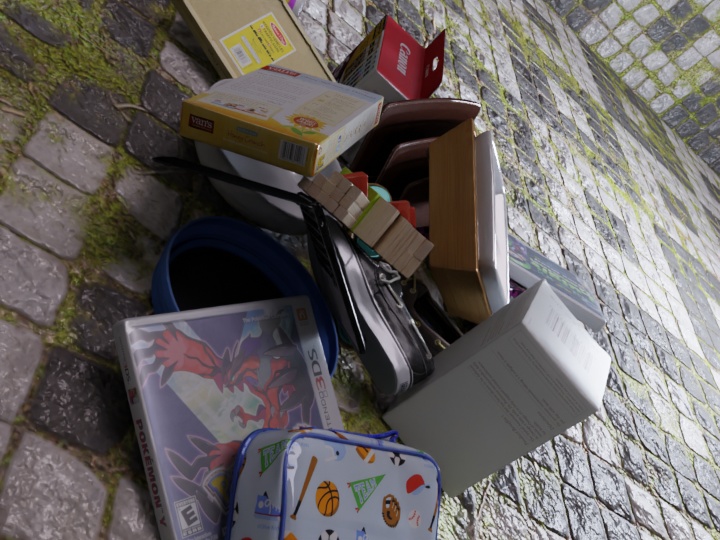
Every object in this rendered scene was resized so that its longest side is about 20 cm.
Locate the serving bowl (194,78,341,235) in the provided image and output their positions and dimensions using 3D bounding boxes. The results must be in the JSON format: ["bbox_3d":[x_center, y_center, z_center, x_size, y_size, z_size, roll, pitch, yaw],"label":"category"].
[{"bbox_3d":[-0.108,-0.116,0.932,0.200,0.066,0.201,33,35,-27],"label":"serving bowl"}]

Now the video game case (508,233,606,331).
[{"bbox_3d":[0.239,-0.003,1.153,0.199,0.023,0.182,32,17,-3],"label":"video game case"}]

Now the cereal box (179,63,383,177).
[{"bbox_3d":[-0.073,-0.160,0.857,0.143,0.040,0.200,19,28,13],"label":"cereal box"}]

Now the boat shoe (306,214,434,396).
[{"bbox_3d":[0.013,0.027,0.861,0.068,0.074,0.200,-23,74,-31],"label":"boat shoe"}]

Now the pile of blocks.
[{"bbox_3d":[0.014,-0.060,0.857,0.082,0.062,0.200,40,1,38],"label":"pile of blocks"}]

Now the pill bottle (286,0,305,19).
[{"bbox_3d":[-0.176,-0.391,1.099,0.199,0.104,0.105,26,38,-36],"label":"pill bottle"}]

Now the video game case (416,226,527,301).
[{"bbox_3d":[0.186,-0.005,1.166,0.181,0.036,0.200,16,24,-45],"label":"video game case"}]

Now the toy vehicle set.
[{"bbox_3d":[-0.126,-0.277,1.031,0.124,0.026,0.201,-37,98,-28],"label":"toy vehicle set"}]

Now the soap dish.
[{"bbox_3d":[0.128,-0.051,0.989,0.157,0.081,0.201,59,29,-59],"label":"soap dish"}]

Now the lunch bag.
[{"bbox_3d":[-0.014,0.203,0.661,0.199,0.075,0.161,22,64,-44],"label":"lunch bag"}]

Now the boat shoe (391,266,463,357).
[{"bbox_3d":[0.061,0.041,0.991,0.200,0.059,0.072,55,30,6],"label":"boat shoe"}]

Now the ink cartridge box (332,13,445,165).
[{"bbox_3d":[0.032,-0.270,1.174,0.084,0.175,0.201,37,33,-20],"label":"ink cartridge box"}]

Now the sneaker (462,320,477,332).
[{"bbox_3d":[0.171,0.105,1.056,0.082,0.073,0.200,44,31,-9],"label":"sneaker"}]

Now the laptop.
[{"bbox_3d":[-0.089,-0.022,0.744,0.187,0.115,0.201,-134,-154,-78],"label":"laptop"}]

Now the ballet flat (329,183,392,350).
[{"bbox_3d":[0.000,0.000,0.942,0.068,0.063,0.201,19,67,-17],"label":"ballet flat"}]

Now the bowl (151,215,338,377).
[{"bbox_3d":[-0.108,0.041,0.789,0.200,0.039,0.201,33,35,-27],"label":"bowl"}]

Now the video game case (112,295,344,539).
[{"bbox_3d":[-0.093,0.118,0.681,0.199,0.023,0.183,-6,77,-49],"label":"video game case"}]

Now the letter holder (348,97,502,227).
[{"bbox_3d":[0.100,-0.145,1.107,0.199,0.143,0.101,-11,51,-43],"label":"letter holder"}]

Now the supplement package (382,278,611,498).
[{"bbox_3d":[0.142,0.124,0.872,0.117,0.200,0.117,49,31,-2],"label":"supplement package"}]
